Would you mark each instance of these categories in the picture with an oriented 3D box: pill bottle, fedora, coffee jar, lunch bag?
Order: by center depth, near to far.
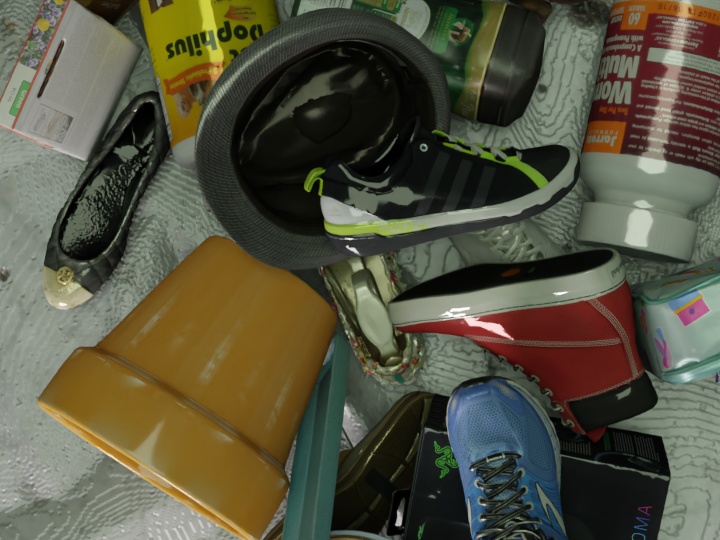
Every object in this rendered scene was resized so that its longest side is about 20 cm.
[{"bbox_3d":[0.283,0.026,0.990,0.160,0.200,0.077,-18,89,3],"label":"lunch bag"},{"bbox_3d":[-0.033,-0.104,0.996,0.200,0.090,0.177,-41,112,-3],"label":"fedora"},{"bbox_3d":[0.232,-0.112,1.044,0.109,0.110,0.200,12,89,6],"label":"pill bottle"},{"bbox_3d":[0.046,-0.182,1.067,0.200,0.104,0.085,17,76,6],"label":"coffee jar"},{"bbox_3d":[-0.109,-0.153,1.080,0.109,0.109,0.200,-14,87,5],"label":"pill bottle"}]

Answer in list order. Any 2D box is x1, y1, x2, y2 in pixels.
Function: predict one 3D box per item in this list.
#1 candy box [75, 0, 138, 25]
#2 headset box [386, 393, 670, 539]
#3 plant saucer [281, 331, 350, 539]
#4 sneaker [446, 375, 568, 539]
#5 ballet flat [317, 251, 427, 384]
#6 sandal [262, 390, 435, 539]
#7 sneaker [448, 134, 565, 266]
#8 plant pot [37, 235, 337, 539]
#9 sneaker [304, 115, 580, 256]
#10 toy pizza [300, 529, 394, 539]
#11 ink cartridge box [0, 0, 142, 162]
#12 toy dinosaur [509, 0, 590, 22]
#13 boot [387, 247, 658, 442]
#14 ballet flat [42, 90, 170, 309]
[{"bbox_3d":[-0.193,-0.263,1.045,0.117,0.200,0.056,-44,88,2],"label":"candy box"},{"bbox_3d":[0.122,0.203,1.038,0.200,0.093,0.174,11,102,6],"label":"headset box"},{"bbox_3d":[-0.034,0.143,1.031,0.019,0.200,0.070,21,135,-14],"label":"plant saucer"},{"bbox_3d":[0.112,0.170,0.939,0.078,0.089,0.200,-17,97,10],"label":"sneaker"},{"bbox_3d":[0.000,0.000,1.087,0.076,0.064,0.200,-28,85,6],"label":"ballet flat"},{"bbox_3d":[-0.009,0.174,1.084,0.200,0.054,0.080,-48,127,-12],"label":"sandal"},{"bbox_3d":[0.108,-0.025,1.052,0.074,0.116,0.200,-44,86,1],"label":"sneaker"},{"bbox_3d":[-0.116,0.082,1.044,0.200,0.200,0.183,31,75,6],"label":"plant pot"},{"bbox_3d":[0.061,-0.071,0.945,0.200,0.072,0.083,-16,108,-11],"label":"sneaker"},{"bbox_3d":[0.004,0.292,1.014,0.200,0.032,0.201,7,109,22],"label":"toy pizza"},{"bbox_3d":[-0.236,-0.152,1.046,0.050,0.200,0.109,24,91,6],"label":"ink cartridge box"},{"bbox_3d":[0.113,-0.257,1.048,0.200,0.136,0.086,38,92,5],"label":"toy dinosaur"},{"bbox_3d":[0.120,0.067,1.010,0.200,0.072,0.144,-6,110,36],"label":"boot"},{"bbox_3d":[-0.216,-0.061,1.113,0.066,0.057,0.200,26,91,7],"label":"ballet flat"}]
